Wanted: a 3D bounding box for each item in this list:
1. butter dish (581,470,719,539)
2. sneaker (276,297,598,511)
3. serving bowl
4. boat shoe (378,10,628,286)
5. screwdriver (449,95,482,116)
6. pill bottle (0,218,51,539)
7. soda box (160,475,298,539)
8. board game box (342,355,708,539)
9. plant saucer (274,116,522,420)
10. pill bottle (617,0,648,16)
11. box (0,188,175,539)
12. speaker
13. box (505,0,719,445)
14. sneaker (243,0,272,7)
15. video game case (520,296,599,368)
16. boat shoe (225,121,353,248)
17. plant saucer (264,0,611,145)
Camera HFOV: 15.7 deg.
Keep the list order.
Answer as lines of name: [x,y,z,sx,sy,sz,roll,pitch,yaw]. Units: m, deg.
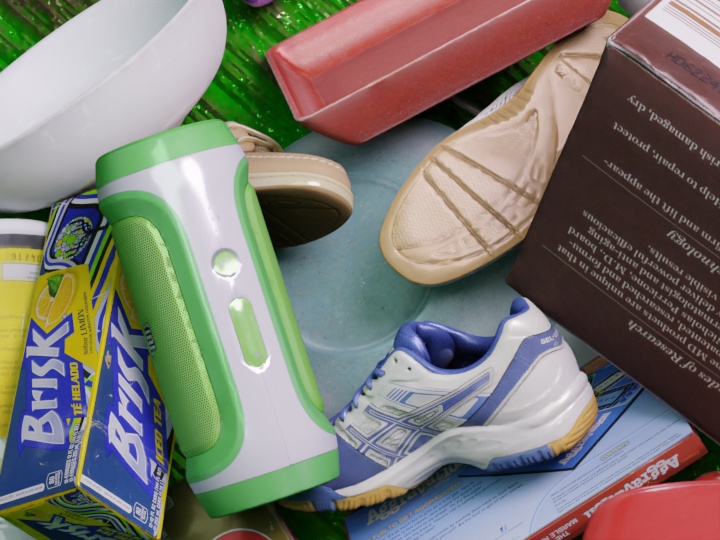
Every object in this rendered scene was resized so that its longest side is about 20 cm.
butter dish: [0.188,0.169,1.343,0.200,0.199,0.148,-1,47,10]
sneaker: [0.028,0.069,1.410,0.200,0.075,0.088,-18,106,24]
serving bowl: [-0.155,-0.095,1.514,0.200,0.200,0.066,-36,109,-3]
boat shoe: [0.086,-0.059,1.449,0.071,0.069,0.200,45,72,4]
screwdriver: [0.124,-0.051,1.480,0.200,0.028,0.029,29,50,22]
pill bottle: [-0.199,0.080,1.474,0.112,0.112,0.200,-8,68,9]
soda box: [-0.041,0.199,1.424,0.068,0.064,0.200,-34,68,-2]
board game box: [0.086,0.117,1.407,0.200,0.019,0.103,-33,34,9]
plant saucer: [0.000,0.000,1.487,0.201,0.039,0.201,-5,73,17]
pill bottle: [0.246,-0.129,1.458,0.200,0.112,0.112,37,81,19]
box: [-0.139,0.053,1.414,0.064,0.070,0.200,-20,48,33]
speaker: [-0.076,0.025,1.378,0.088,0.088,0.200,-18,88,5]
box: [0.205,-0.048,1.332,0.164,0.200,0.166,37,53,15]
sneaker: [0.011,-0.213,1.560,0.200,0.081,0.083,-30,73,-1]
video game case: [0.151,-0.008,1.483,0.182,0.024,0.200,-31,67,0]
boat shoe: [-0.077,-0.055,1.481,0.200,0.071,0.065,-2,63,46]
plant saucer: [0.049,-0.138,1.488,0.200,0.200,0.037,-28,108,1]
